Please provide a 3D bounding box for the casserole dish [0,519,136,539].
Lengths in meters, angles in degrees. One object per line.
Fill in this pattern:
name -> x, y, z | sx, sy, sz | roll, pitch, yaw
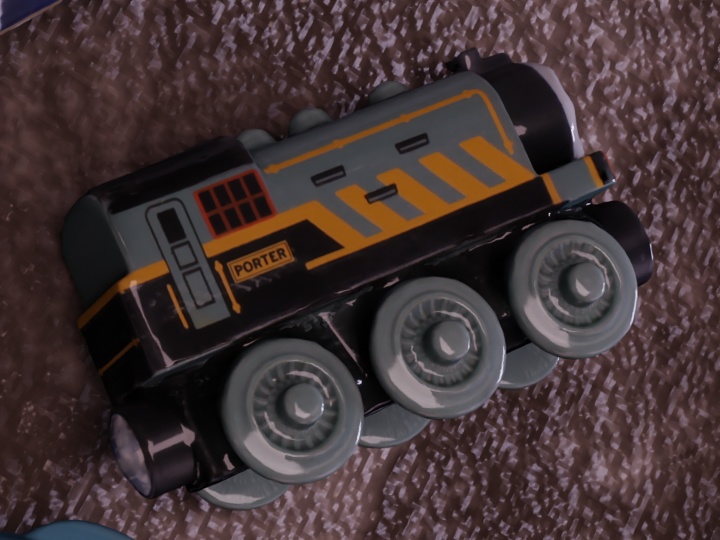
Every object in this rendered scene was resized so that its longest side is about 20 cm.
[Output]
casserole dish -> -0.119, 0.164, 0.692 | 0.121, 0.039, 0.200 | 17, 77, 23

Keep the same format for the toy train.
toy train -> 0.000, 0.000, 0.770 | 0.200, 0.085, 0.114 | -23, 86, -22

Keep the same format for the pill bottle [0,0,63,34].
pill bottle -> -0.110, -0.133, 0.712 | 0.200, 0.111, 0.111 | -31, 99, -21
